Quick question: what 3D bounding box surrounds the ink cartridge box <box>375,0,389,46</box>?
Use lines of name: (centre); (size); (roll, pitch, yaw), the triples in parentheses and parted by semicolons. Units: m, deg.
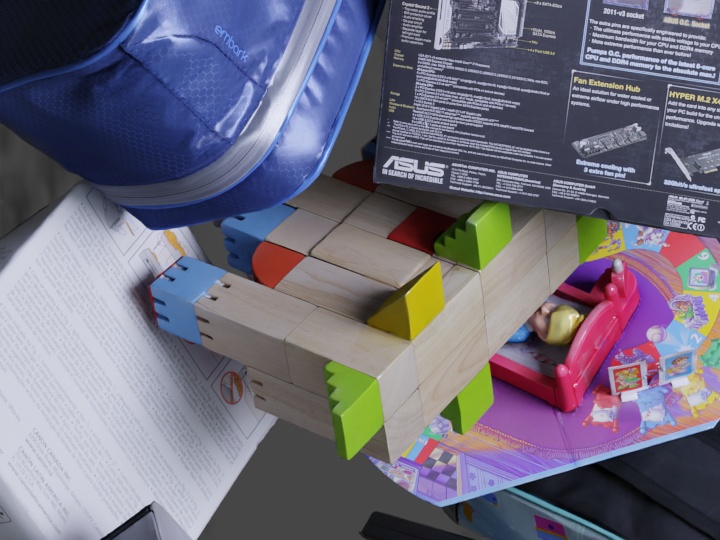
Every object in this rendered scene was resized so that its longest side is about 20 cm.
ink cartridge box: (0.087, -0.185, 1.101); (0.145, 0.084, 0.200); (46, 65, -33)

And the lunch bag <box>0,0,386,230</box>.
lunch bag: (-0.065, -0.123, 0.943); (0.132, 0.136, 0.201); (38, 61, -36)

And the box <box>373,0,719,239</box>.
box: (0.110, -0.100, 0.908); (0.050, 0.199, 0.158); (-58, 155, -65)

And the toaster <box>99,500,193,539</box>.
toaster: (-0.102, 0.223, 0.911); (0.200, 0.119, 0.181); (-35, 125, 2)

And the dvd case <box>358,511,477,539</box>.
dvd case: (0.106, 0.187, 1.101); (0.200, 0.142, 0.018); (43, 70, -33)

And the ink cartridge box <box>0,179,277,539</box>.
ink cartridge box: (-0.112, 0.043, 0.990); (0.161, 0.050, 0.200); (59, 41, -25)

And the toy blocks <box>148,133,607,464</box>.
toy blocks: (0.000, 0.000, 0.993); (0.200, 0.136, 0.100); (-43, 140, -35)

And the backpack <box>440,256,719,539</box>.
backpack: (0.150, 0.084, 1.095); (0.176, 0.199, 0.154); (-52, 143, -24)

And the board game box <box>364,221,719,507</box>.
board game box: (0.078, 0.017, 1.040); (0.199, 0.158, 0.039); (-16, 147, 0)
